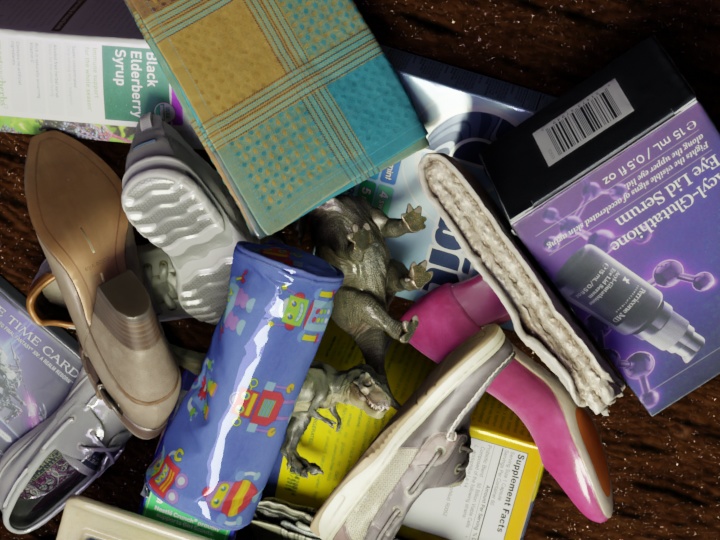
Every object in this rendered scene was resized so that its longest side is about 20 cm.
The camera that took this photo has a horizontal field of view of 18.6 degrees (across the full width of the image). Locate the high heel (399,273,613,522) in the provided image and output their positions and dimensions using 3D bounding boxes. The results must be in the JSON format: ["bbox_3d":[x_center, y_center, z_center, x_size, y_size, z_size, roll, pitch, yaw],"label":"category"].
[{"bbox_3d":[0.101,0.097,1.529,0.096,0.067,0.201,-30,79,17],"label":"high heel"}]

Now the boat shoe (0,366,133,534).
[{"bbox_3d":[-0.212,0.130,1.685,0.200,0.069,0.072,-37,126,22],"label":"boat shoe"}]

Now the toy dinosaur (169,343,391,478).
[{"bbox_3d":[-0.064,0.098,1.542,0.199,0.047,0.089,8,100,23],"label":"toy dinosaur"}]

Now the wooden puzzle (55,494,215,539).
[{"bbox_3d":[-0.146,0.271,1.573,0.184,0.046,0.201,18,118,0],"label":"wooden puzzle"}]

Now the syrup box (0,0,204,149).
[{"bbox_3d":[-0.174,-0.142,1.551,0.199,0.082,0.079,6,118,11],"label":"syrup box"}]

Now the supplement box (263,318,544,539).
[{"bbox_3d":[0.038,0.122,1.616,0.199,0.110,0.109,16,117,5],"label":"supplement box"}]

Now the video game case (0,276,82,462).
[{"bbox_3d":[-0.312,0.096,1.731,0.143,0.019,0.200,41,116,-9],"label":"video game case"}]

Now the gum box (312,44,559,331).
[{"bbox_3d":[0.079,-0.053,1.560,0.199,0.045,0.171,17,118,5],"label":"gum box"}]

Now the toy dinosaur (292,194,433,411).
[{"bbox_3d":[0.000,0.000,1.535,0.102,0.077,0.201,7,128,56],"label":"toy dinosaur"}]

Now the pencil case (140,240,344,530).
[{"bbox_3d":[-0.079,0.075,1.484,0.078,0.087,0.201,16,103,-25],"label":"pencil case"}]

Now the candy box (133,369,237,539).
[{"bbox_3d":[-0.131,0.192,1.653,0.077,0.169,0.201,16,118,-1],"label":"candy box"}]

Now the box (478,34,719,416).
[{"bbox_3d":[0.196,-0.028,1.470,0.148,0.104,0.200,-34,120,10],"label":"box"}]

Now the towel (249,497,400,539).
[{"bbox_3d":[0.011,0.212,1.640,0.192,0.200,0.035,19,78,5],"label":"towel"}]

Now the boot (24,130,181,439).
[{"bbox_3d":[-0.184,0.019,1.535,0.070,0.200,0.147,-18,147,-16],"label":"boot"}]

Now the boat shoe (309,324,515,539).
[{"bbox_3d":[0.046,0.123,1.505,0.065,0.072,0.200,40,106,0],"label":"boat shoe"}]

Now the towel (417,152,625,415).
[{"bbox_3d":[0.107,0.011,1.453,0.034,0.133,0.200,-36,81,6],"label":"towel"}]

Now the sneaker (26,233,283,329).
[{"bbox_3d":[-0.152,0.016,1.622,0.199,0.085,0.073,-9,111,15],"label":"sneaker"}]

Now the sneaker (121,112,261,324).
[{"bbox_3d":[-0.105,-0.034,1.532,0.074,0.082,0.200,-13,143,10],"label":"sneaker"}]

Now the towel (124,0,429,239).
[{"bbox_3d":[-0.057,-0.139,1.482,0.146,0.022,0.201,-29,87,-19],"label":"towel"}]
